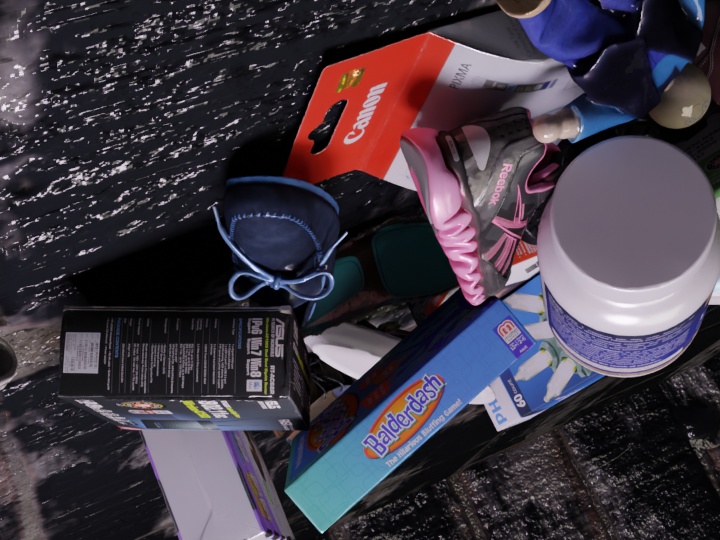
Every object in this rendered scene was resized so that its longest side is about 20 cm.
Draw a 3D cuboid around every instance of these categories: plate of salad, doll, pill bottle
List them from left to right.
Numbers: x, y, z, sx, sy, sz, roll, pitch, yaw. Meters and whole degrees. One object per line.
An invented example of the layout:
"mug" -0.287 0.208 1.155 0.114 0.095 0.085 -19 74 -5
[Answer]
"plate of salad" 0.030 0.074 1.023 0.200 0.198 0.049 90 20 -73
"doll" 0.140 -0.127 0.624 0.199 0.048 0.137 23 106 -50
"pill bottle" 0.172 -0.005 0.734 0.115 0.117 0.200 -27 161 3

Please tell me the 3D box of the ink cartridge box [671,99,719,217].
"ink cartridge box" 0.299 -0.095 0.821 0.144 0.084 0.201 -31 -158 18

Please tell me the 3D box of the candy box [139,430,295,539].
"candy box" -0.132 0.181 1.035 0.071 0.169 0.200 -24 163 -2

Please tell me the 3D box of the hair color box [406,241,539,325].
"hair color box" 0.139 -0.021 1.017 0.198 0.064 0.111 -20 163 -16

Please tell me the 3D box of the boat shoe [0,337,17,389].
"boat shoe" -0.248 0.048 0.643 0.065 0.072 0.200 -29 164 -4

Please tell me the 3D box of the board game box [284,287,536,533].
"board game box" 0.032 0.093 0.848 0.200 0.045 0.152 -43 -175 2

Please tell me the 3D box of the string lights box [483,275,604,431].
"string lights box" 0.184 0.054 1.019 0.059 0.104 0.200 -11 159 -48

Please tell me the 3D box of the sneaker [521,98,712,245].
"sneaker" 0.170 -0.105 0.840 0.200 0.072 0.083 -41 -156 8

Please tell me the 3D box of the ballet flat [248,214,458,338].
"ballet flat" 0.000 0.000 0.898 0.198 0.077 0.064 -16 -168 -18

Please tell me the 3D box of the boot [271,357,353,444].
"boot" -0.065 0.114 1.143 0.097 0.075 0.200 -43 164 -4

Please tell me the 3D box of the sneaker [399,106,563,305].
"sneaker" 0.089 -0.043 0.729 0.095 0.080 0.200 -26 158 3

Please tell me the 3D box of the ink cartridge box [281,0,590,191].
"ink cartridge box" 0.055 -0.092 0.705 0.198 0.048 0.160 -21 163 -23

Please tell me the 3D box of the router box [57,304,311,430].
"router box" -0.113 0.074 0.801 0.148 0.063 0.200 -1 166 1

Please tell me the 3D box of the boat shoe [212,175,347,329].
"boat shoe" -0.044 -0.005 0.743 0.083 0.070 0.200 4 165 11

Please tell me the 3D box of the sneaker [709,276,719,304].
"sneaker" 0.219 -0.035 0.895 0.075 0.199 0.082 -64 155 -3

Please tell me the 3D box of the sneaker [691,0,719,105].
"sneaker" 0.296 -0.158 0.738 0.198 0.116 0.076 -24 158 -7
